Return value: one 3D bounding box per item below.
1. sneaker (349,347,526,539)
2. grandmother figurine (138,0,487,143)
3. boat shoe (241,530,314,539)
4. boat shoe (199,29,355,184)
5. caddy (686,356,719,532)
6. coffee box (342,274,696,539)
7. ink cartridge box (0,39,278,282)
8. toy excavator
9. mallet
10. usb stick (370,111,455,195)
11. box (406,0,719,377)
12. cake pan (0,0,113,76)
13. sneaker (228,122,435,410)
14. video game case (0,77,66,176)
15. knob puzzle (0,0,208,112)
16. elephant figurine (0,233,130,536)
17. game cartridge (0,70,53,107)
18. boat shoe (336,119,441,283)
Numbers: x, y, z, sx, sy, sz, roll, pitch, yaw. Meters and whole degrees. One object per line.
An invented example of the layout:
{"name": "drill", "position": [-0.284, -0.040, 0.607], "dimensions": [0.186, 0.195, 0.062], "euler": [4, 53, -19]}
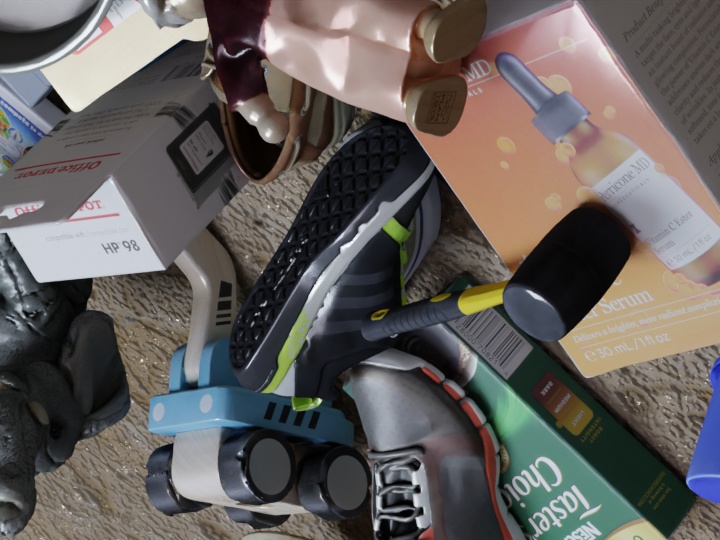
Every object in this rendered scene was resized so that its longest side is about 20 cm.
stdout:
{"name": "sneaker", "position": [0.040, 0.137, 1.480], "dimensions": [0.077, 0.082, 0.200], "euler": [-2, 125, 44]}
{"name": "grandmother figurine", "position": [-0.036, -0.124, 1.230], "dimensions": [0.200, 0.061, 0.121], "euler": [25, 101, 31]}
{"name": "boat shoe", "position": [-0.007, 0.246, 1.665], "dimensions": [0.200, 0.069, 0.074], "euler": [37, 147, -26]}
{"name": "boat shoe", "position": [-0.048, -0.118, 1.332], "dimensions": [0.076, 0.072, 0.200], "euler": [28, 152, 27]}
{"name": "caddy", "position": [0.271, 0.101, 1.304], "dimensions": [0.200, 0.105, 0.141], "euler": [13, 158, 32]}
{"name": "coffee box", "position": [0.096, 0.105, 1.504], "dimensions": [0.200, 0.044, 0.123], "euler": [44, 142, -2]}
{"name": "ink cartridge box", "position": [-0.132, -0.056, 1.420], "dimensions": [0.116, 0.200, 0.067], "euler": [-5, 123, 44]}
{"name": "toy excavator", "position": [-0.087, 0.054, 1.582], "dimensions": [0.194, 0.200, 0.100], "euler": [16, 160, -40]}
{"name": "mallet", "position": [0.055, 0.021, 1.267], "dimensions": [0.041, 0.066, 0.200], "euler": [51, 142, -14]}
{"name": "usb stick", "position": [0.021, -0.103, 1.380], "dimensions": [0.200, 0.033, 0.055], "euler": [44, 150, -3]}
{"name": "box", "position": [0.137, -0.064, 1.255], "dimensions": [0.152, 0.106, 0.200], "euler": [-19, 113, 49]}
{"name": "cake pan", "position": [-0.212, -0.207, 1.365], "dimensions": [0.200, 0.037, 0.200], "euler": [10, 119, 19]}
{"name": "sneaker", "position": [0.000, 0.000, 1.409], "dimensions": [0.083, 0.072, 0.200], "euler": [21, 125, -24]}
{"name": "video game case", "position": [-0.242, -0.062, 1.653], "dimensions": [0.143, 0.018, 0.200], "euler": [40, 145, 3]}
{"name": "knob puzzle", "position": [-0.140, -0.213, 1.382], "dimensions": [0.219, 0.030, 0.220], "euler": [8, 115, 17]}
{"name": "elephant figurine", "position": [-0.214, 0.070, 1.555], "dimensions": [0.141, 0.155, 0.200], "euler": [-22, 78, 49]}
{"name": "game cartridge", "position": [-0.201, -0.191, 1.487], "dimensions": [0.133, 0.040, 0.200], "euler": [49, 142, -2]}
{"name": "boat shoe", "position": [-0.002, -0.003, 1.470], "dimensions": [0.072, 0.062, 0.200], "euler": [30, 140, 15]}
